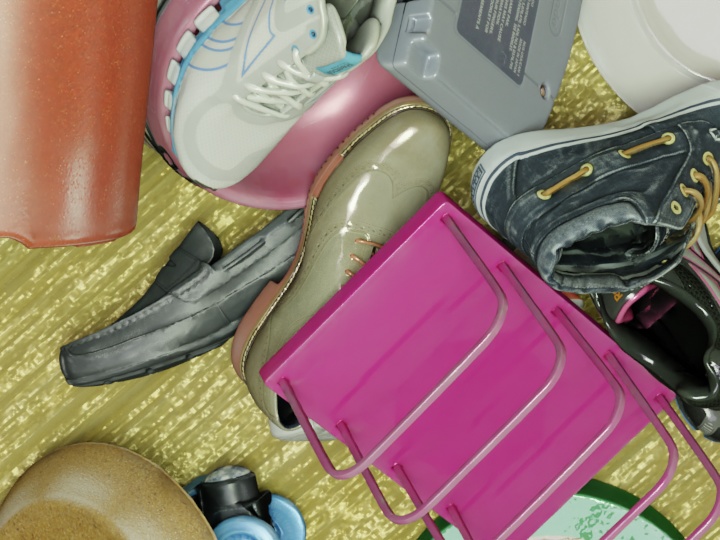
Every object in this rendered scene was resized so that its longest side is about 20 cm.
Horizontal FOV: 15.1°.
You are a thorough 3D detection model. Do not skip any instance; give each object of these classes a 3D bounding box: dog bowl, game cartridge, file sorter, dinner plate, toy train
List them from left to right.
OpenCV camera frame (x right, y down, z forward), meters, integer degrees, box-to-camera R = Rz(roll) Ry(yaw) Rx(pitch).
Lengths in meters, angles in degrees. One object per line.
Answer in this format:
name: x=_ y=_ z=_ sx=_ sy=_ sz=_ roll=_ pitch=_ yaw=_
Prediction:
toy train: x=-0.083 y=0.214 z=1.575 sx=0.114 sy=0.087 sz=0.200 roll=-10 pitch=96 yaw=13
dog bowl: x=-0.039 y=-0.120 z=1.475 sx=0.200 sy=0.074 sz=0.200 roll=-11 pitch=127 yaw=-15
game cartridge: x=0.073 y=-0.168 z=1.461 sx=0.041 sy=0.133 sz=0.200 roll=-6 pitch=62 yaw=40
file sorter: x=0.076 y=0.088 z=1.436 sx=0.139 sy=0.125 sz=0.200 roll=-45 pitch=122 yaw=10
dinner plate: x=0.216 y=-0.166 z=1.511 sx=0.200 sy=0.024 sz=0.200 roll=0 pitch=88 yaw=7

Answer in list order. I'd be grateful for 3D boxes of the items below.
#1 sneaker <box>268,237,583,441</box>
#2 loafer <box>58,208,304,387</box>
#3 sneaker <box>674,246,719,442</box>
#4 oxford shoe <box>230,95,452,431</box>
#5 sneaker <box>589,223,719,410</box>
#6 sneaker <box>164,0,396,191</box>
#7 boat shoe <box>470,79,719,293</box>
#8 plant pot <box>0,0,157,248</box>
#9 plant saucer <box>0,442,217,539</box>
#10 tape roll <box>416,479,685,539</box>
sneaker: x=0.030 y=0.034 z=1.549 sx=0.200 sy=0.077 sz=0.082 roll=-27 pitch=76 yaw=18
loafer: x=-0.084 y=0.006 z=1.552 sx=0.201 sy=0.068 sz=0.070 roll=-25 pitch=91 yaw=1
sneaker: x=0.236 y=0.006 z=1.523 sx=0.071 sy=0.083 sz=0.200 roll=28 pitch=100 yaw=-11
oxford shoe: x=0.000 y=0.000 z=1.480 sx=0.071 sy=0.074 sz=0.200 roll=16 pitch=114 yaw=-26
sneaker: x=0.155 y=0.001 z=1.491 sx=0.200 sy=0.086 sz=0.080 roll=44 pitch=115 yaw=26
sneaker: x=-0.032 y=-0.115 z=1.378 sx=0.075 sy=0.087 sz=0.200 roll=14 pitch=119 yaw=-34
boat shoe: x=0.165 y=-0.039 z=1.444 sx=0.200 sy=0.091 sz=0.071 roll=-15 pitch=131 yaw=-19
plant pot: x=-0.186 y=-0.115 z=1.375 sx=0.201 sy=0.201 sz=0.195 roll=1 pitch=99 yaw=3
plant saucer: x=-0.154 y=0.199 z=1.545 sx=0.200 sy=0.035 sz=0.200 roll=5 pitch=98 yaw=37
tape roll: x=0.111 y=0.221 z=1.583 sx=0.200 sy=0.048 sz=0.200 roll=0 pitch=98 yaw=3
